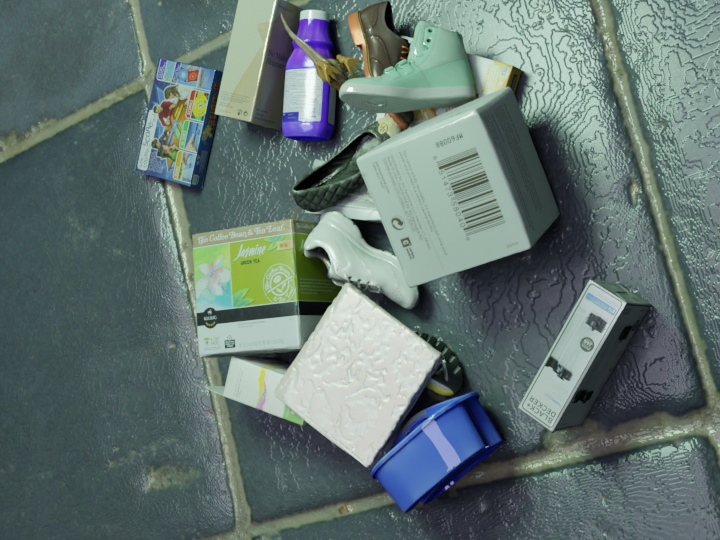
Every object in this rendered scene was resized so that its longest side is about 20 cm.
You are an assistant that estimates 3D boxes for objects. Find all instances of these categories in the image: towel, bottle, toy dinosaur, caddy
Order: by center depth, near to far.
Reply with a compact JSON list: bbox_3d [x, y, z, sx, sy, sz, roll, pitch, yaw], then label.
[{"bbox_3d":[0.103,0.252,1.661,0.200,0.141,0.105,-44,70,21],"label":"caddy"},{"bbox_3d":[-0.003,0.150,1.683,0.190,0.032,0.201,35,93,21],"label":"towel"},{"bbox_3d":[-0.052,-0.308,1.764,0.200,0.106,0.061,43,79,-16],"label":"toy dinosaur"},{"bbox_3d":[-0.078,-0.307,1.841,0.083,0.065,0.202,2,89,26],"label":"bottle"}]

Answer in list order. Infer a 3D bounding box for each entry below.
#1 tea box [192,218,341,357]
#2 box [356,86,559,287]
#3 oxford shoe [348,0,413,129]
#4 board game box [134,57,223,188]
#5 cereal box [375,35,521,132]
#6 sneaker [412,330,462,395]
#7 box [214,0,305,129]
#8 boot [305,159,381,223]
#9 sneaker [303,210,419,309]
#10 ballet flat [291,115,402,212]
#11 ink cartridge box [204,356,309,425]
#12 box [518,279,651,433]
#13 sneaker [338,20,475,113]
[{"bbox_3d":[-0.145,0.031,1.825,0.198,0.133,0.199,-8,83,31],"label":"tea box"},{"bbox_3d":[0.138,-0.116,1.607,0.199,0.171,0.201,-18,101,30],"label":"box"},{"bbox_3d":[0.045,-0.307,1.722,0.072,0.071,0.202,-25,77,19],"label":"oxford shoe"},{"bbox_3d":[-0.310,-0.254,1.996,0.134,0.034,0.202,17,96,31],"label":"board game box"},{"bbox_3d":[0.126,-0.256,1.729,0.199,0.039,0.145,21,98,30],"label":"cereal box"},{"bbox_3d":[0.064,0.139,1.738,0.199,0.078,0.091,29,128,24],"label":"sneaker"},{"bbox_3d":[-0.161,-0.337,1.878,0.077,0.095,0.202,15,97,29],"label":"box"},{"bbox_3d":[0.003,-0.125,1.780,0.198,0.073,0.097,8,91,28],"label":"boot"},{"bbox_3d":[0.000,0.000,1.744,0.199,0.087,0.075,36,151,12],"label":"sneaker"},{"bbox_3d":[-0.016,-0.160,1.738,0.200,0.057,0.067,-41,61,1],"label":"ballet flat"},{"bbox_3d":[-0.132,0.181,1.819,0.199,0.117,0.068,15,93,30],"label":"ink cartridge box"},{"bbox_3d":[0.301,0.115,1.562,0.060,0.116,0.201,33,105,28],"label":"box"},{"bbox_3d":[0.061,-0.293,1.664,0.198,0.074,0.119,-4,79,-14],"label":"sneaker"}]
